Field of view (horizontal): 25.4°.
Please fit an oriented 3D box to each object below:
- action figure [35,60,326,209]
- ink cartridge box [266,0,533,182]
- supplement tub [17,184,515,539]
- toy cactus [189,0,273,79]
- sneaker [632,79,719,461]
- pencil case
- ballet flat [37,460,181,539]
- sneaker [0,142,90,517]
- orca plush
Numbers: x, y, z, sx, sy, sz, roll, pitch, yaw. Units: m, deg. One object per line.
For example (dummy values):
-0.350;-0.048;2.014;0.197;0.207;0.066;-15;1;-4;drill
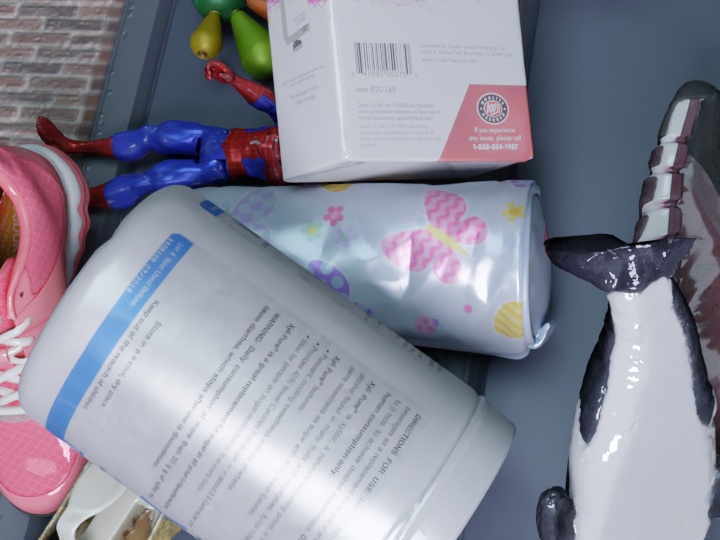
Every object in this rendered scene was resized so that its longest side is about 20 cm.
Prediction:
-0.093;-0.074;0.876;0.199;0.099;0.066;-1;66;11;action figure
0.015;-0.149;0.816;0.116;0.067;0.201;-2;85;-32;ink cartridge box
-0.044;0.066;0.740;0.200;0.132;0.132;36;77;2;supplement tub
-0.096;-0.202;0.926;0.165;0.201;0.102;-1;25;46;toy cactus
0.189;0.010;0.784;0.115;0.076;0.201;10;79;13;sneaker
0.000;0.000;0.823;0.199;0.083;0.091;-2;77;14;pencil case
-0.143;0.151;0.797;0.070;0.071;0.200;27;75;24;ballet flat
-0.184;0.030;0.833;0.073;0.087;0.201;-7;85;13;sneaker
0.106;0.064;0.707;0.105;0.201;0.071;-28;33;-10;orca plush
